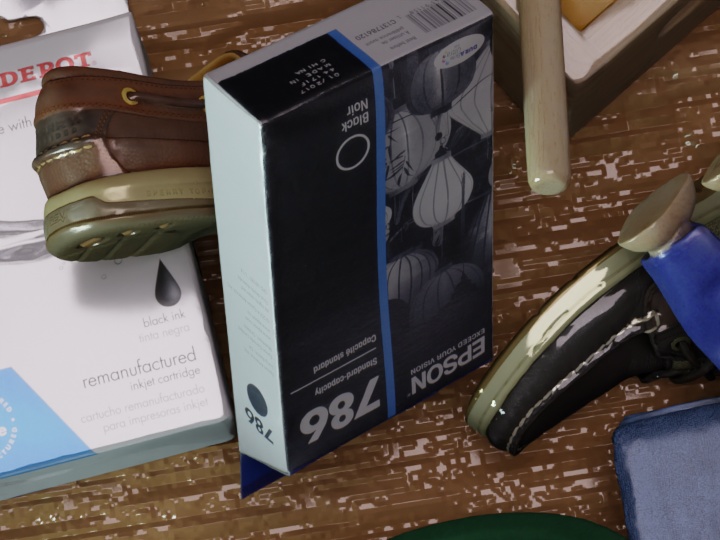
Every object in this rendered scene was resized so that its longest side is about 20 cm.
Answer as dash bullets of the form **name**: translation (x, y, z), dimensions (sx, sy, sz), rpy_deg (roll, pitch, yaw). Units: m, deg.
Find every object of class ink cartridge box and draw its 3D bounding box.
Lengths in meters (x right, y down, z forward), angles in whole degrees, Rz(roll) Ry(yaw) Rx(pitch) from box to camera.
- **ink cartridge box**: translation (0.000, 0.000, 0.904), dimensions (0.099, 0.201, 0.039), rpy_deg (-28, 48, -25)
- **ink cartridge box**: translation (-0.125, -0.022, 0.977), dimensions (0.115, 0.068, 0.202), rpy_deg (-14, 80, -3)

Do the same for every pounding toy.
- **pounding toy**: translation (0.078, -0.144, 0.961), dimensions (0.200, 0.142, 0.184), rpy_deg (-41, 82, -7)

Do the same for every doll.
- **doll**: translation (0.185, 0.040, 0.907), dimensions (0.136, 0.049, 0.200), rpy_deg (-36, 99, 29)

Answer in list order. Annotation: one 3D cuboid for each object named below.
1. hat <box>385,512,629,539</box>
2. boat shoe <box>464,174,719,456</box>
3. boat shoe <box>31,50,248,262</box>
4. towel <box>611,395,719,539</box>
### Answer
- **hat**: translation (0.038, 0.213, 0.938), dimensions (0.199, 0.165, 0.177), rpy_deg (-28, 114, -22)
- **boat shoe**: translation (0.129, 0.009, 0.970), dimensions (0.200, 0.073, 0.065), rpy_deg (-39, 77, -7)
- **boat shoe**: translation (-0.034, -0.049, 0.936), dimensions (0.199, 0.072, 0.068), rpy_deg (-7, 80, -43)
- **towel**: translation (0.196, 0.095, 0.968), dimensions (0.198, 0.049, 0.113), rpy_deg (-7, 81, -2)
